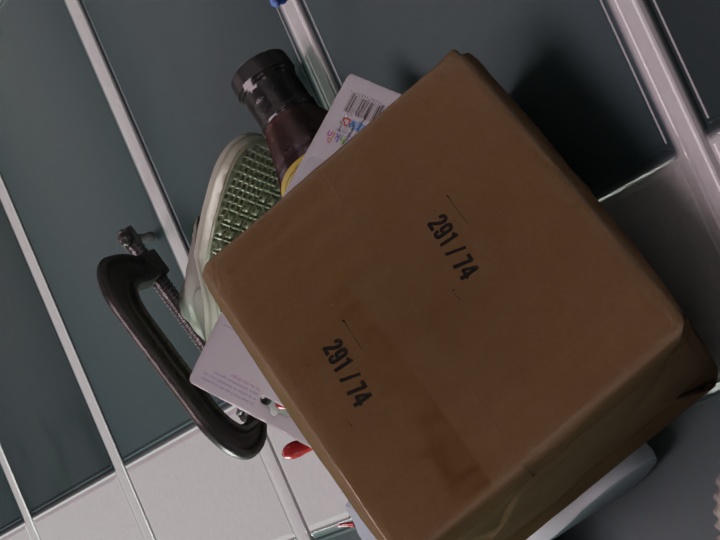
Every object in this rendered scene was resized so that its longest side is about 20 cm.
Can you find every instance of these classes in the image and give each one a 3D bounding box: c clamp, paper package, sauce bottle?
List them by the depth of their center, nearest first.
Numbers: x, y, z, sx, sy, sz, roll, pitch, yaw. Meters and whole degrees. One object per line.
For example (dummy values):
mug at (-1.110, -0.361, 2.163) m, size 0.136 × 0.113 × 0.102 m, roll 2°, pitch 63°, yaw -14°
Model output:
paper package at (0.048, 0.027, 0.945) m, size 0.200 × 0.191 × 0.103 m, roll 52°, pitch -175°, yaw 25°
sauce bottle at (-0.014, -0.046, 1.129) m, size 0.200 × 0.066 × 0.066 m, roll 55°, pitch 147°, yaw 20°
c clamp at (-0.121, 0.047, 1.333) m, size 0.200 × 0.027 × 0.171 m, roll 55°, pitch -168°, yaw 9°

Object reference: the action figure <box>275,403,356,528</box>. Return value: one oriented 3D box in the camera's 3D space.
action figure at (0.013, 0.137, 1.218) m, size 0.200 × 0.052 × 0.066 m, roll 24°, pitch 124°, yaw 47°

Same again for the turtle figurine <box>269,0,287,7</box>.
turtle figurine at (-0.066, -0.246, 1.015) m, size 0.194 × 0.144 × 0.201 m, roll -22°, pitch 93°, yaw 56°

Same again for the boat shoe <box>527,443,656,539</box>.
boat shoe at (0.088, 0.111, 1.055) m, size 0.091 × 0.071 × 0.200 m, roll 58°, pitch 150°, yaw 10°

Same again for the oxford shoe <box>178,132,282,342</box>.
oxford shoe at (-0.091, -0.017, 1.262) m, size 0.058 × 0.075 × 0.200 m, roll 44°, pitch 147°, yaw 30°

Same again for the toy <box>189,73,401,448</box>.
toy at (0.000, 0.000, 1.057) m, size 0.115 × 0.047 × 0.200 m, roll 25°, pitch 89°, yaw 28°

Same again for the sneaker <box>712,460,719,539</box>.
sneaker at (0.220, 0.083, 0.833) m, size 0.099 × 0.069 × 0.201 m, roll 29°, pitch 132°, yaw 44°

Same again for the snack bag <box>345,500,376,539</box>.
snack bag at (0.076, 0.234, 1.150) m, size 0.188 × 0.021 × 0.200 m, roll 24°, pitch 145°, yaw 52°
